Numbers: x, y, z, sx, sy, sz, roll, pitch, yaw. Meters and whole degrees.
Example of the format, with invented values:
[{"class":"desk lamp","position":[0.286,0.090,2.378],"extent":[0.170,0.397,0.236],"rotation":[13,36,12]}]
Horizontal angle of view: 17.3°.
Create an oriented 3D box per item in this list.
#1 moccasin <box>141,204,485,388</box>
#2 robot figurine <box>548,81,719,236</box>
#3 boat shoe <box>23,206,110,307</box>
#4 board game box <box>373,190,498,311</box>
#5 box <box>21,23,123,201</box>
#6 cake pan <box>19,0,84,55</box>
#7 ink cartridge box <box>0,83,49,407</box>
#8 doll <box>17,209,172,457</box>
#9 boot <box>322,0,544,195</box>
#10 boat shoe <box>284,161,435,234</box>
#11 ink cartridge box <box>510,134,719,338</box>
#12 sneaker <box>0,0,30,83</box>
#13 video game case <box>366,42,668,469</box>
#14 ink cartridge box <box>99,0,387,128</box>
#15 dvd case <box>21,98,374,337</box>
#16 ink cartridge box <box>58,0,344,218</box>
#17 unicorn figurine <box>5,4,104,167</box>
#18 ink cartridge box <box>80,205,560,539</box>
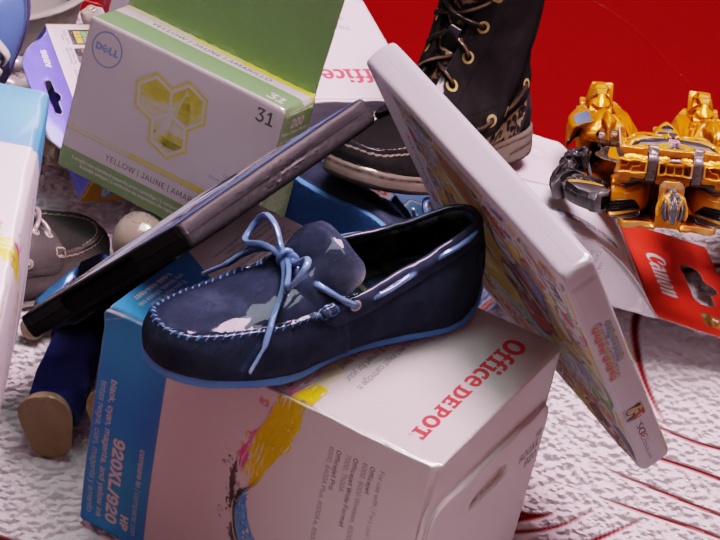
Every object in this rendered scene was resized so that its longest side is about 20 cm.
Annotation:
[{"class":"moccasin","position":[-0.023,0.002,1.185],"extent":[0.199,0.069,0.080],"rotation":[-17,43,-38]},{"class":"robot figurine","position":[0.191,-0.072,1.522],"extent":[0.144,0.059,0.200],"rotation":[5,16,-1]},{"class":"boat shoe","position":[-0.234,-0.012,1.428],"extent":[0.199,0.057,0.067],"rotation":[-15,40,-36]},{"class":"board game box","position":[0.000,0.000,1.507],"extent":[0.151,0.037,0.200],"rotation":[27,35,23]},{"class":"box","position":[-0.132,-0.106,1.569],"extent":[0.199,0.042,0.120],"rotation":[-4,59,-34]},{"class":"cake pan","position":[-0.292,-0.203,1.716],"extent":[0.199,0.037,0.201],"rotation":[6,27,-3]},{"class":"ink cartridge box","position":[-0.254,0.013,1.248],"extent":[0.145,0.147,0.201],"rotation":[9,48,-6]},{"class":"doll","position":[-0.138,0.031,1.384],"extent":[0.135,0.049,0.200],"rotation":[-6,33,10]},{"class":"boot","position":[0.054,-0.131,1.448],"extent":[0.073,0.152,0.199],"rotation":[23,24,32]},{"class":"boat shoe","position":[0.009,-0.024,1.438],"extent":[0.068,0.085,0.200],"rotation":[-11,41,-38]},{"class":"ink cartridge box","position":[0.157,-0.029,1.548],"extent":[0.199,0.057,0.163],"rotation":[12,24,-10]},{"class":"sneaker","position":[-0.254,-0.113,1.456],"extent":[0.200,0.081,0.146],"rotation":[-50,23,-18]},{"class":"video game case","position":[0.084,-0.007,1.268],"extent":[0.023,0.182,0.200],"rotation":[-35,49,-6]},{"class":"ink cartridge box","position":[-0.074,-0.156,1.552],"extent":[0.147,0.086,0.201],"rotation":[-3,53,-35]},{"class":"dvd case","position":[-0.092,-0.026,1.294],"extent":[0.142,0.200,0.018],"rotation":[-37,97,-34]},{"class":"ink cartridge box","position":[-0.093,-0.127,1.413],"extent":[0.145,0.201,0.048],"rotation":[27,28,20]},{"class":"unicorn figurine","position":[-0.205,-0.126,1.619],"extent":[0.136,0.074,0.201],"rotation":[4,48,-19]},{"class":"ink cartridge box","position":[-0.022,0.088,1.255],"extent":[0.199,0.145,0.147],"rotation":[25,34,21]}]
